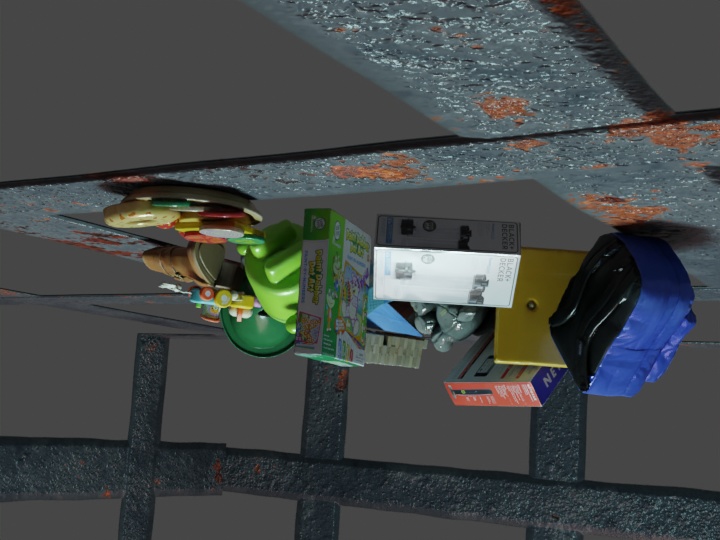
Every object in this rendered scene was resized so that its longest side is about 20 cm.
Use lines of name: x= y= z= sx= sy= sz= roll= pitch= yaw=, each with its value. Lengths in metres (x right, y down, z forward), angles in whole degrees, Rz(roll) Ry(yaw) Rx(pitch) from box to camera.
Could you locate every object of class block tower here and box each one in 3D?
block tower: x=0.031 y=0.139 z=1.869 sx=0.198 sy=0.059 sz=0.054 roll=8 pitch=-176 yaw=-39

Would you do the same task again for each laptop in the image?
laptop: x=-0.033 y=0.092 z=1.764 sx=0.199 sy=0.117 sz=0.186 roll=-28 pitch=-160 yaw=-36

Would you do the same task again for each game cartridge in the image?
game cartridge: x=0.303 y=0.057 z=1.565 sx=0.197 sy=0.179 sz=0.032 roll=4 pitch=171 yaw=-1

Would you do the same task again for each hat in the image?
hat: x=-0.171 y=0.071 z=1.840 sx=0.163 sy=0.203 sz=0.176 roll=-10 pitch=-172 yaw=-6

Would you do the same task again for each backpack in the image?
backpack: x=0.373 y=0.049 z=1.435 sx=0.165 sy=0.202 sz=0.163 roll=2 pitch=-144 yaw=-23

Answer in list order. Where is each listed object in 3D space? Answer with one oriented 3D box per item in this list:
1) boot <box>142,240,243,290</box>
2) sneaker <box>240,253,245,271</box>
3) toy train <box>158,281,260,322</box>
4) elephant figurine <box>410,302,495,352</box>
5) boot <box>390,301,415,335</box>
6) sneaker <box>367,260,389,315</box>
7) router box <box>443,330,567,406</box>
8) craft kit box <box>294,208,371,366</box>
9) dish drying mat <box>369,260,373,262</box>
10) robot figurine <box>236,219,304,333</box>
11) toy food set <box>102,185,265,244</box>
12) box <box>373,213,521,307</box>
boot: x=-0.295 y=-0.017 z=1.726 sx=0.153 sy=0.075 sz=0.200 roll=13 pitch=163 yaw=15
sneaker: x=-0.151 y=0.003 z=1.720 sx=0.074 sy=0.083 sz=0.199 roll=8 pitch=177 yaw=-26
toy train: x=-0.254 y=0.057 z=1.761 sx=0.148 sy=0.057 sz=0.200 roll=6 pitch=177 yaw=21
elephant figurine: x=0.192 y=0.040 z=1.732 sx=0.198 sy=0.155 sz=0.143 roll=-20 pitch=141 yaw=-31
boot: x=0.050 y=0.045 z=1.992 sx=0.198 sy=0.065 sz=0.186 roll=17 pitch=-150 yaw=33
sneaker: x=0.000 y=0.000 z=1.664 sx=0.199 sy=0.080 sz=0.130 roll=-28 pitch=-132 yaw=-31
router box: x=0.257 y=0.137 z=1.670 sx=0.178 sy=0.049 sz=0.200 roll=-6 pitch=-150 yaw=47
craft kit box: x=-0.035 y=0.029 z=1.470 sx=0.048 sy=0.201 sz=0.200 roll=-2 pitch=171 yaw=17
dish drying mat: x=0.035 y=-0.001 z=1.849 sx=0.076 sy=0.019 sz=0.199 roll=3 pitch=174 yaw=35
robot figurine: x=-0.106 y=0.006 z=1.537 sx=0.115 sy=0.176 sz=0.201 roll=-34 pitch=157 yaw=-9
toy food set: x=-0.226 y=-0.072 z=1.386 sx=0.195 sy=0.049 sz=0.199 roll=0 pitch=170 yaw=26
box: x=0.117 y=-0.013 z=1.420 sx=0.197 sy=0.061 sz=0.117 roll=4 pitch=140 yaw=1
